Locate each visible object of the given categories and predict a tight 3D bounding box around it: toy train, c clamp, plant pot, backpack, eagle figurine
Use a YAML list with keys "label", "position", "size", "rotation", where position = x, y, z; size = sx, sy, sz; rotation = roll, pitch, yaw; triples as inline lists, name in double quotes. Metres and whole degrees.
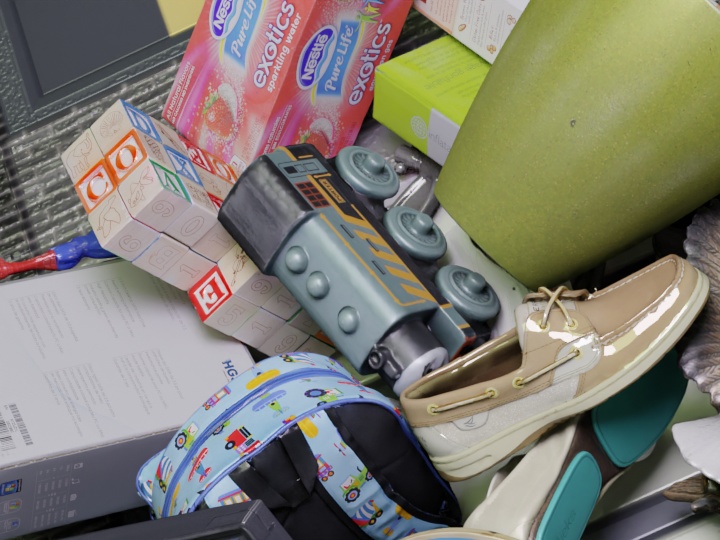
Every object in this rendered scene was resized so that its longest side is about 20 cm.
- label: "toy train"
  position: [0.000, 0.000, 1.703]
  size: [0.200, 0.114, 0.085]
  rotation: [50, 124, 20]
- label: "c clamp"
  position: [0.088, -0.031, 1.827]
  size: [0.200, 0.027, 0.171]
  rotation: [30, 73, 32]
- label: "plant pot"
  position: [0.146, -0.088, 1.654]
  size: [0.200, 0.187, 0.187]
  rotation: [-47, 53, 8]
- label: "backpack"
  position: [-0.050, 0.132, 1.666]
  size: [0.182, 0.200, 0.135]
  rotation: [-36, 53, -4]
- label: "eagle figurine"
  position: [0.254, 0.058, 1.635]
  size: [0.151, 0.151, 0.201]
  rotation: [22, 91, 63]

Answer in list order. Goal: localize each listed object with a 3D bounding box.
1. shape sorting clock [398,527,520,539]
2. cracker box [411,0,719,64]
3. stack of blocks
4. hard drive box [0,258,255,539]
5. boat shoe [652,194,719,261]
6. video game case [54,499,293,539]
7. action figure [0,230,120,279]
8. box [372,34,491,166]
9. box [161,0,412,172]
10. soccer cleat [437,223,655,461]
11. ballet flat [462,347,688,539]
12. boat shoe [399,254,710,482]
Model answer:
- label: "shape sorting clock"
  position: [0.072, 0.241, 1.568]
  size: [0.199, 0.201, 0.039]
  rotation: [10, 25, 26]
- label: "cracker box"
  position: [0.145, -0.174, 1.842]
  size: [0.134, 0.058, 0.200]
  rotation: [-20, 43, -35]
- label: "stack of blocks"
  position: [-0.094, -0.019, 1.777]
  size: [0.059, 0.200, 0.115]
  rotation: [-42, 50, 15]
- label: "hard drive box"
  position: [-0.177, 0.078, 1.774]
  size: [0.199, 0.077, 0.156]
  rotation: [-12, 49, -22]
- label: "boat shoe"
  position: [0.281, -0.039, 1.731]
  size: [0.199, 0.073, 0.075]
  rotation: [-21, 53, 7]
- label: "video game case"
  position: [-0.074, 0.218, 1.589]
  size: [0.200, 0.181, 0.026]
  rotation: [-16, 28, 46]
- label: "action figure"
  position: [-0.169, -0.023, 1.883]
  size: [0.199, 0.065, 0.099]
  rotation: [-14, 29, -21]
- label: "box"
  position: [0.117, -0.095, 1.820]
  size: [0.122, 0.048, 0.200]
  rotation: [-26, 47, -32]
- label: "box"
  position: [-0.044, -0.166, 1.863]
  size: [0.103, 0.094, 0.200]
  rotation: [41, 118, 36]
- label: "soccer cleat"
  position: [0.118, 0.039, 1.720]
  size: [0.069, 0.078, 0.200]
  rotation: [-16, 53, -42]
- label: "ballet flat"
  position: [0.125, 0.107, 1.632]
  size: [0.069, 0.070, 0.200]
  rotation: [17, 47, 29]
- label: "boat shoe"
  position: [0.112, 0.048, 1.604]
  size: [0.200, 0.066, 0.074]
  rotation: [-36, 18, 11]
